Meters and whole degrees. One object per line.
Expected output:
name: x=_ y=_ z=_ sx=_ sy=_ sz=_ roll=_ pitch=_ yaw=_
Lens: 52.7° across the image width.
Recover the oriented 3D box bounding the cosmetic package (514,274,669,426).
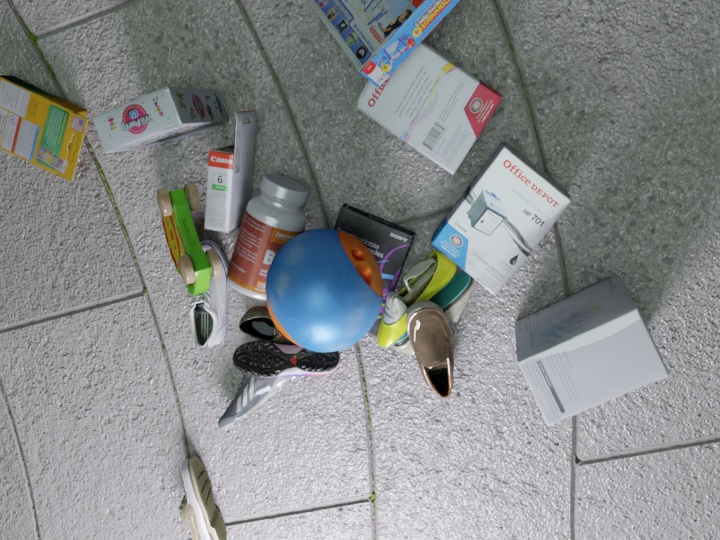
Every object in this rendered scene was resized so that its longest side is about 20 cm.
cosmetic package: x=0.364 y=0.123 z=1.180 sx=0.197 sy=0.199 sz=0.125 roll=-26 pitch=98 yaw=15

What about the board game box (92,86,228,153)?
board game box: x=-0.331 y=-0.255 z=1.228 sx=0.145 sy=0.200 sz=0.066 roll=-17 pitch=100 yaw=14

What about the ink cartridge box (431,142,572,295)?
ink cartridge box: x=0.233 y=-0.088 z=1.217 sx=0.145 sy=0.086 sz=0.201 roll=37 pitch=109 yaw=1

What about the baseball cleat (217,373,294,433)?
baseball cleat: x=-0.211 y=0.217 z=1.393 sx=0.199 sy=0.070 sz=0.107 roll=-38 pitch=88 yaw=7

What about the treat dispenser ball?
treat dispenser ball: x=-0.059 y=0.032 z=1.206 sx=0.196 sy=0.201 sz=0.206 roll=3 pitch=104 yaw=10

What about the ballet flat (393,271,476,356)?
ballet flat: x=0.139 y=0.079 z=1.296 sx=0.199 sy=0.068 sz=0.062 roll=-40 pitch=121 yaw=21

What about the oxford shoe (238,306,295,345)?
oxford shoe: x=-0.129 y=0.114 z=1.340 sx=0.195 sy=0.075 sz=0.072 roll=4 pitch=101 yaw=9

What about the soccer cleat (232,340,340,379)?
soccer cleat: x=-0.133 y=0.167 z=1.329 sx=0.195 sy=0.073 sz=0.070 roll=-1 pitch=73 yaw=1

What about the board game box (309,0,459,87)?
board game box: x=0.038 y=-0.426 z=1.135 sx=0.195 sy=0.056 sz=0.202 roll=-43 pitch=56 yaw=18

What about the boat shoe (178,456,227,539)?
boat shoe: x=-0.332 y=0.476 z=1.467 sx=0.067 sy=0.075 sz=0.204 roll=-13 pitch=101 yaw=8

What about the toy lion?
toy lion: x=-0.312 y=-0.048 z=1.283 sx=0.067 sy=0.192 sz=0.203 roll=-15 pitch=73 yaw=-23

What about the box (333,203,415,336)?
box: x=0.000 y=0.000 z=1.309 sx=0.140 sy=0.036 sz=0.204 roll=21 pitch=105 yaw=6

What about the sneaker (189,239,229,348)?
sneaker: x=-0.284 y=0.047 z=1.358 sx=0.071 sy=0.071 sz=0.205 roll=-1 pitch=102 yaw=11

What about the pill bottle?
pill bottle: x=-0.160 y=-0.060 z=1.286 sx=0.110 sy=0.112 sz=0.203 roll=22 pitch=107 yaw=5

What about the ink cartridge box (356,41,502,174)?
ink cartridge box: x=0.113 y=-0.278 z=1.195 sx=0.198 sy=0.083 sz=0.147 roll=34 pitch=107 yaw=2

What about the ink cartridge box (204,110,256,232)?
ink cartridge box: x=-0.227 y=-0.178 z=1.273 sx=0.049 sy=0.109 sz=0.205 roll=8 pitch=104 yaw=9

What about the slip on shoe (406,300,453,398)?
slip on shoe: x=0.125 y=0.140 z=1.259 sx=0.074 sy=0.061 sz=0.203 roll=-13 pitch=129 yaw=-1

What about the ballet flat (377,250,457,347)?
ballet flat: x=0.085 y=0.044 z=1.273 sx=0.200 sy=0.067 sz=0.067 roll=-47 pitch=128 yaw=5

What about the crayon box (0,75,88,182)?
crayon box: x=-0.595 y=-0.264 z=1.356 sx=0.197 sy=0.052 sz=0.128 roll=25 pitch=107 yaw=5
